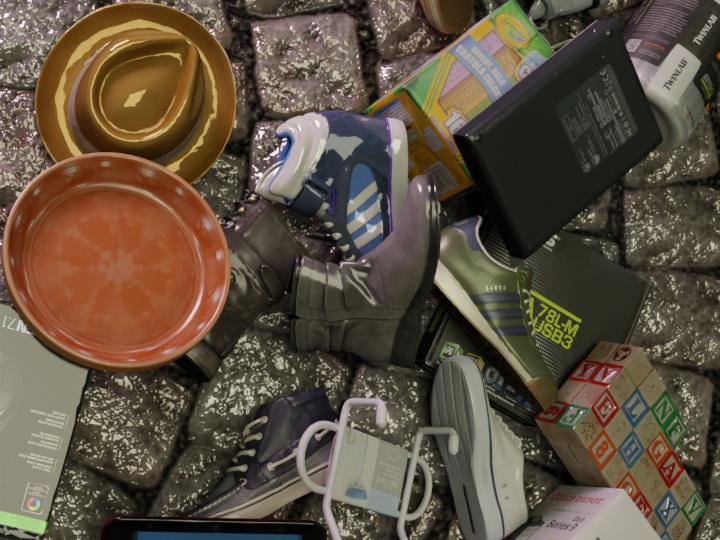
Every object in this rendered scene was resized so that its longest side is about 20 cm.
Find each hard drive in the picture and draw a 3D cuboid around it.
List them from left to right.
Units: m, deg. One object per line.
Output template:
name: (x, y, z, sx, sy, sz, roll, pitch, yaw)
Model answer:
hard drive: (0.192, -0.125, 1.150, 0.199, 0.033, 0.140, -39, 116, -19)

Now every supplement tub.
supplement tub: (0.341, -0.238, 1.287, 0.122, 0.122, 0.201, 39, 75, -10)

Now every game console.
game console: (-0.132, 0.317, 1.055, 0.197, 0.119, 0.174, 4, 64, -11)

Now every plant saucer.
plant saucer: (-0.211, -0.007, 1.050, 0.198, 0.032, 0.203, 10, 63, -20)

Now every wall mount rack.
wall mount rack: (0.024, 0.217, 1.108, 0.199, 0.074, 0.176, 27, 68, -45)

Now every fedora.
fedora: (-0.203, -0.164, 1.120, 0.198, 0.082, 0.204, 2, 83, -19)

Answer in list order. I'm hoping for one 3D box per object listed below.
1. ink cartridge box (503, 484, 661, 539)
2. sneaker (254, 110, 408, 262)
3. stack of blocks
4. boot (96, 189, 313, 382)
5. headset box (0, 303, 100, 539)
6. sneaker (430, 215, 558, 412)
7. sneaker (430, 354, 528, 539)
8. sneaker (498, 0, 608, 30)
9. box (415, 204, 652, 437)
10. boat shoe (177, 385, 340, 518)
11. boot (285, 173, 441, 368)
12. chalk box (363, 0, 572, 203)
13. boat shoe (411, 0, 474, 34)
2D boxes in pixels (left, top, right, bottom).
ink cartridge box: (0.179, 0.303, 1.160, 0.199, 0.145, 0.088, -37, 94, -17)
sneaker: (-0.031, -0.053, 1.162, 0.144, 0.081, 0.203, 0, 102, -11)
stack of blocks: (0.274, 0.186, 1.219, 0.115, 0.058, 0.201, -44, 115, -23)
boot: (-0.150, -0.013, 1.138, 0.200, 0.069, 0.175, 45, 67, -13)
headset box: (-0.336, 0.129, 1.039, 0.172, 0.093, 0.202, 17, 79, -15)
sneaker: (0.143, 0.034, 1.170, 0.090, 0.067, 0.201, -41, 92, -9)
sneaker: (0.121, 0.172, 1.191, 0.070, 0.073, 0.202, -22, 111, -33)
sneaker: (0.181, -0.353, 1.271, 0.114, 0.075, 0.202, -30, 97, -22)
box: (0.179, 0.054, 1.240, 0.199, 0.047, 0.195, 30, 79, -13)
boat shoe: (-0.099, 0.180, 1.127, 0.198, 0.075, 0.094, -22, 86, -28)
boot: (0.000, 0.000, 1.102, 0.130, 0.070, 0.202, 9, 115, -4)
chalk box: (0.127, -0.180, 1.210, 0.200, 0.124, 0.124, -41, 97, -19)
boat shoe: (0.069, -0.341, 1.249, 0.073, 0.062, 0.203, -9, 89, -45)
